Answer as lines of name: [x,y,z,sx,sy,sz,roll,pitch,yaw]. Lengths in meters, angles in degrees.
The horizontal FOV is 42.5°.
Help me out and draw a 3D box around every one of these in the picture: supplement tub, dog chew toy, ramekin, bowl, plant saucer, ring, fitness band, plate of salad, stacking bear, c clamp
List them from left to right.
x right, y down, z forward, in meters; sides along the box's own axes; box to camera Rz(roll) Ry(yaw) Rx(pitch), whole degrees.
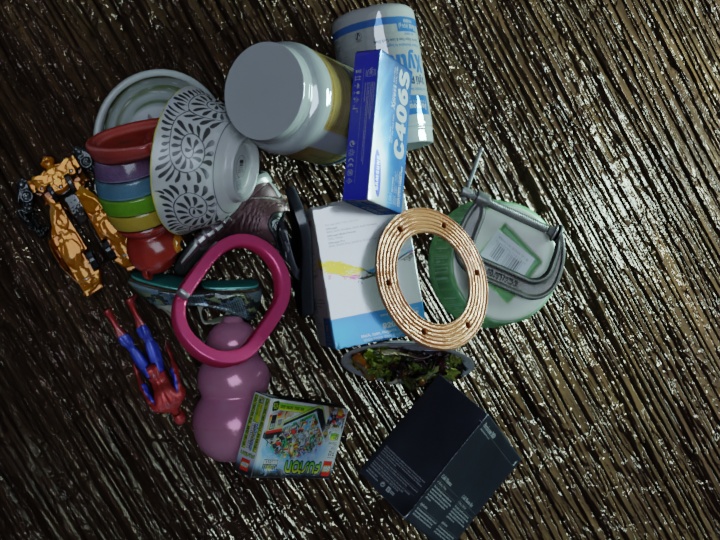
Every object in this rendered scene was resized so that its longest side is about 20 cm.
stacking bear: [-0.300,-0.091,1.278,0.111,0.122,0.204,-6,116,7]
plant saucer: [-0.291,-0.189,1.347,0.196,0.050,0.205,-6,103,-25]
bowl: [-0.196,-0.144,1.258,0.092,0.200,0.206,8,88,17]
fitness band: [-0.178,0.040,1.299,0.143,0.037,0.201,41,57,-12]
dog chew toy: [-0.183,0.169,1.340,0.121,0.124,0.205,-1,89,-10]
supplement tub: [-0.080,-0.225,1.253,0.142,0.199,0.148,0,89,25]
supplement tub: [0.033,-0.280,1.379,0.129,0.132,0.205,-11,91,-9]
plate of salad: [0.068,0.146,1.348,0.195,0.201,0.049,7,66,-9]
ring: [0.099,0.012,1.290,0.197,0.019,0.205,13,66,-32]
ramekin: [0.209,-0.011,1.422,0.195,0.098,0.205,0,89,-9]
c clamp: [0.223,-0.058,1.361,0.197,0.027,0.173,28,85,-8]

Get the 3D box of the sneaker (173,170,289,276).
sneaker: [-0.176,-0.041,1.370,0.116,0.076,0.200,45,82,-10]

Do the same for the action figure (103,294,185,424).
action figure: [-0.306,0.137,1.358,0.064,0.052,0.203,-25,98,-4]

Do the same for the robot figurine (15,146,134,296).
robot figurine: [-0.405,-0.074,1.338,0.143,0.058,0.203,-30,95,-9]

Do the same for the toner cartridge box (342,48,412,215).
toner cartridge box: [0.025,-0.185,1.253,0.042,0.094,0.205,1,83,32]

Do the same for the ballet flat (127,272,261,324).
ballet flat: [-0.244,0.045,1.363,0.195,0.074,0.076,5,89,-6]

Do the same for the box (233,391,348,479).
box: [-0.095,0.240,1.333,0.034,0.199,0.113,13,86,33]

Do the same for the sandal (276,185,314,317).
sandal: [-0.096,-0.021,1.349,0.042,0.076,0.204,-9,116,-13]

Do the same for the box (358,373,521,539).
box: [0.121,0.284,1.349,0.183,0.200,0.104,-48,54,-7]

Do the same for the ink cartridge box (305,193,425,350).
ink cartridge box: [0.000,0.000,1.361,0.141,0.147,0.205,-10,91,-11]
